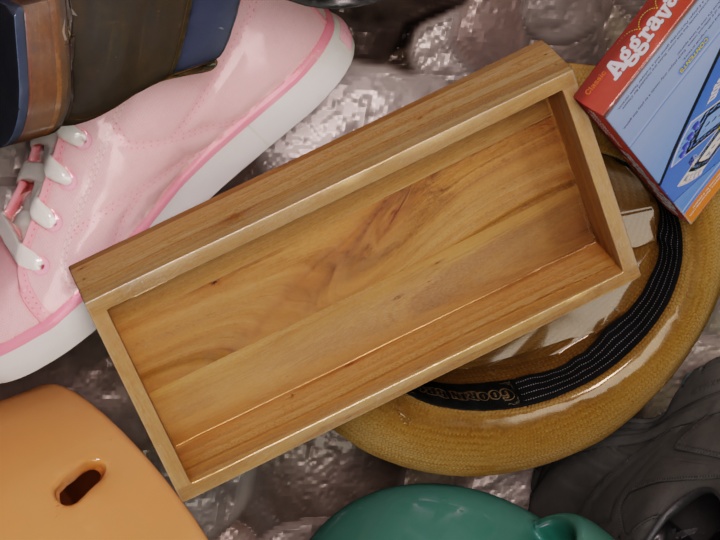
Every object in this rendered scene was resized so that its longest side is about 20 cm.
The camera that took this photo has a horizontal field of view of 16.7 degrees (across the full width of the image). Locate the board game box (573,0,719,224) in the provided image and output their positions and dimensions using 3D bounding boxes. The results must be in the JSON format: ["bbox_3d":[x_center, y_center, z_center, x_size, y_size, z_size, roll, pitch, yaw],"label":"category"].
[{"bbox_3d":[0.166,-0.119,0.940,0.200,0.019,0.103,-52,144,-2],"label":"board game box"}]

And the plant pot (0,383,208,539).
[{"bbox_3d":[-0.138,0.140,0.969,0.140,0.200,0.200,-36,125,-20],"label":"plant pot"}]

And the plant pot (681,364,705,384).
[{"bbox_3d":[0.261,0.127,1.107,0.141,0.200,0.141,-20,122,-12],"label":"plant pot"}]

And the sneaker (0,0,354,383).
[{"bbox_3d":[-0.105,-0.055,0.939,0.200,0.075,0.105,-44,122,1],"label":"sneaker"}]

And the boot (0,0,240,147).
[{"bbox_3d":[-0.087,-0.143,0.827,0.097,0.075,0.200,-15,128,-37],"label":"boot"}]

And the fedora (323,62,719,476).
[{"bbox_3d":[0.055,-0.011,1.021,0.200,0.082,0.201,-8,120,-15],"label":"fedora"}]

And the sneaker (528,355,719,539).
[{"bbox_3d":[0.127,0.106,1.066,0.076,0.091,0.200,28,146,-14],"label":"sneaker"}]

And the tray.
[{"bbox_3d":[0.000,0.000,0.937,0.200,0.037,0.099,-26,122,-6],"label":"tray"}]

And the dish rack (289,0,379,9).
[{"bbox_3d":[0.025,-0.143,0.752,0.200,0.055,0.153,-15,167,32],"label":"dish rack"}]

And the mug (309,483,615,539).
[{"bbox_3d":[0.049,0.166,1.063,0.185,0.114,0.152,-5,125,26],"label":"mug"}]
